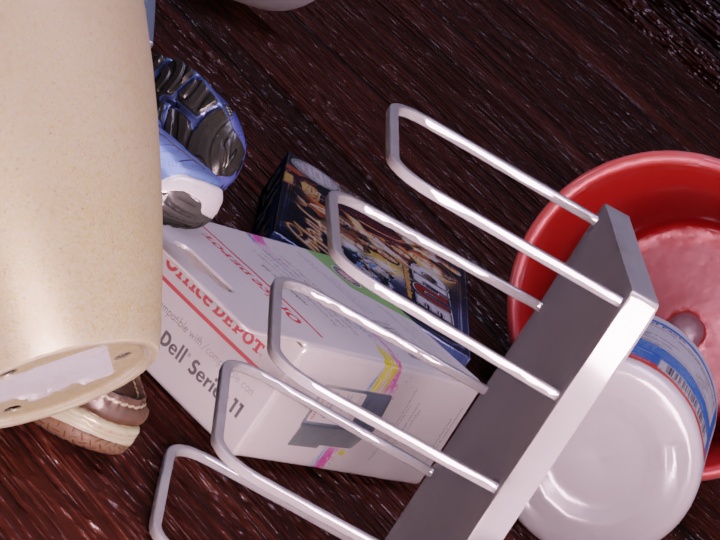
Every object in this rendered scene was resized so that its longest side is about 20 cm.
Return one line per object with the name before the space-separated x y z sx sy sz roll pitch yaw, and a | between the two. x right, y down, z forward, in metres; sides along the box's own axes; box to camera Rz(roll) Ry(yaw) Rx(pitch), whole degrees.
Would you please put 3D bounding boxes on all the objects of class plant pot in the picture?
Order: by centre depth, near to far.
plant pot | -0.155 -0.045 1.085 0.187 0.187 0.200 10 57 -60
plant pot | 0.199 0.032 1.683 0.200 0.200 0.177 37 4 10

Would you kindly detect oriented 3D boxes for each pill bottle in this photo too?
pill bottle | 0.140 0.083 1.491 0.112 0.112 0.200 36 13 4

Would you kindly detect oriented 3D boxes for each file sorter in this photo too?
file sorter | 0.015 0.047 1.135 0.124 0.200 0.139 31 14 -9

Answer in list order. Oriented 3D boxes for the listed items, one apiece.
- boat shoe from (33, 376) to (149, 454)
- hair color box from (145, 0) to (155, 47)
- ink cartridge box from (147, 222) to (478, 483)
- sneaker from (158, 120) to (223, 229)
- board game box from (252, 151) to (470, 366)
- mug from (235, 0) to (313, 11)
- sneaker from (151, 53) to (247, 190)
boat shoe | -0.149 -0.004 1.180 0.075 0.075 0.202 17 22 -51
hair color box | -0.165 -0.126 1.508 0.061 0.099 0.200 32 14 -13
ink cartridge box | -0.045 0.037 1.303 0.117 0.067 0.200 42 15 33
sneaker | -0.137 -0.092 1.224 0.200 0.077 0.076 38 -1 15
board game box | 0.000 0.000 1.603 0.135 0.035 0.200 33 14 -8
mug | -0.119 -0.275 2.125 0.153 0.187 0.150 -4 73 -56
sneaker | -0.109 -0.056 1.338 0.078 0.075 0.200 38 -17 -28
